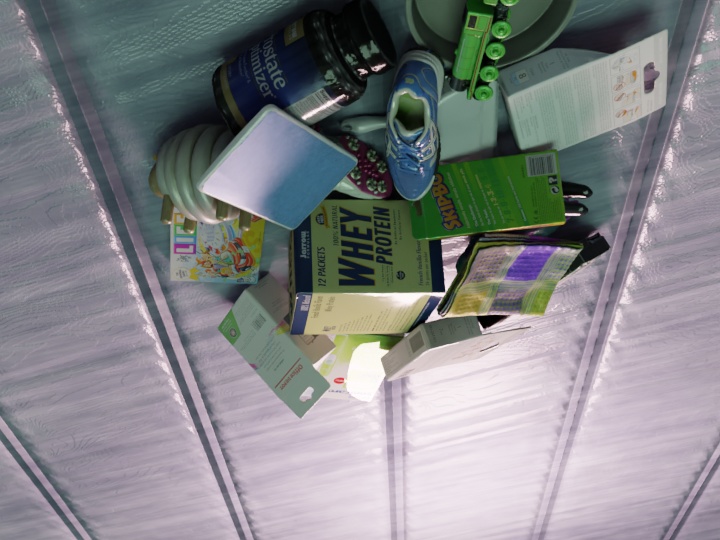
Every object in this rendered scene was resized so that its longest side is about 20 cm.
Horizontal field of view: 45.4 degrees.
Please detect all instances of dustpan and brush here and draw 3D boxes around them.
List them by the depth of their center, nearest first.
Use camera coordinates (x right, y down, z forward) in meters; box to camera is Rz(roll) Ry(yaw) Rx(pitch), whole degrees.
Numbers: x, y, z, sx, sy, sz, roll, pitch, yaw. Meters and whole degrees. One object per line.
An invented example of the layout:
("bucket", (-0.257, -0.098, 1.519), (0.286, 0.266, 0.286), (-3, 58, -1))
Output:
("dustpan and brush", (0.074, -0.191, 1.113), (0.198, 0.058, 0.140), (-12, 139, -4))

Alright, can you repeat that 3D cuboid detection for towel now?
("towel", (0.207, 0.012, 1.187), (0.198, 0.023, 0.144), (2, 129, -32))

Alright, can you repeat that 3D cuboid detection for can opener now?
("can opener", (0.213, -0.103, 1.166), (0.198, 0.064, 0.079), (17, 170, 27))

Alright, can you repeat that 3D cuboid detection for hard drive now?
("hard drive", (0.283, 0.017, 1.334), (0.200, 0.038, 0.139), (-39, 170, 31))

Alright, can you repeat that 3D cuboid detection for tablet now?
("tablet", (-0.094, -0.117, 1.025), (0.130, 0.014, 0.200), (-45, 151, 14))

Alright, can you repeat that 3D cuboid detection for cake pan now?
("cake pan", (0.147, -0.316, 0.971), (0.198, 0.037, 0.201), (-3, 141, -3))

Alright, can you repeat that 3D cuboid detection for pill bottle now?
("pill bottle", (-0.063, -0.229, 0.993), (0.199, 0.113, 0.112), (-25, 137, 21))

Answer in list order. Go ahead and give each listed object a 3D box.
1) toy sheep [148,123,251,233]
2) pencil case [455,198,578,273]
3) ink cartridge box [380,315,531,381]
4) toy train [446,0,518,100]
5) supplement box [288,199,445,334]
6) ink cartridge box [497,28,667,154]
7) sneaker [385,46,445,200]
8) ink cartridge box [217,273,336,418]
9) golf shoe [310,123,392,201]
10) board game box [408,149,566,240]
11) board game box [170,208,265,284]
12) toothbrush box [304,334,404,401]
("toy sheep", (-0.185, -0.119, 1.086), (0.198, 0.139, 0.138), (0, 145, 24))
("pencil case", (0.226, -0.048, 1.271), (0.092, 0.086, 0.200), (24, 134, -14))
("ink cartridge box", (0.143, 0.112, 1.336), (0.174, 0.045, 0.200), (-11, 164, -21))
("toy train", (0.139, -0.273, 0.964), (0.056, 0.042, 0.201), (8, 140, -2))
("supplement box", (0.000, 0.000, 1.219), (0.197, 0.136, 0.200), (0, 160, -7))
("ink cartridge box", (0.279, -0.226, 1.075), (0.198, 0.048, 0.160), (-22, 151, 8))
("sneaker", (0.057, -0.165, 1.043), (0.075, 0.077, 0.201), (11, 133, 15))
("ink cartridge box", (-0.119, 0.120, 1.355), (0.200, 0.067, 0.117), (48, 131, 7))
("golf shoe", (-0.048, -0.141, 1.147), (0.199, 0.076, 0.091), (25, 147, -29))
("board game box", (0.162, -0.097, 1.123), (0.198, 0.097, 0.030), (-6, 173, 5))
("board game box", (-0.207, -0.058, 1.244), (0.133, 0.034, 0.201), (3, 140, -10))
("toothbrush box", (-0.025, 0.131, 1.458), (0.144, 0.087, 0.201), (8, 140, -16))
